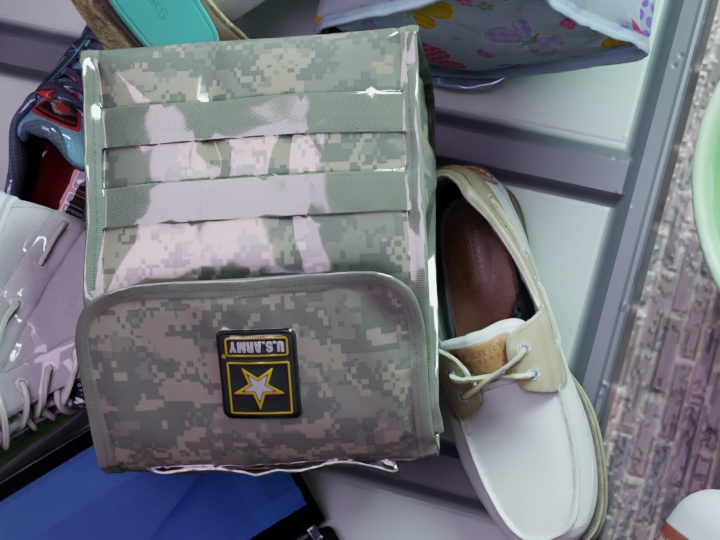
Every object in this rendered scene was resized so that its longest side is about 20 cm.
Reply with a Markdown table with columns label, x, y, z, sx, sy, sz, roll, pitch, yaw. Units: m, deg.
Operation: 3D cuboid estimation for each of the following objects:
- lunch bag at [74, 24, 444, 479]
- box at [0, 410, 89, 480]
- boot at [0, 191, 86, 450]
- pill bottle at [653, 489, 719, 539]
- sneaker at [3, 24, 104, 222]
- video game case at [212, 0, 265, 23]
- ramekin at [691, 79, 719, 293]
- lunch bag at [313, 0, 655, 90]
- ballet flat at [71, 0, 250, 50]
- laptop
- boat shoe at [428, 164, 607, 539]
| label | x | y | z | sx | sy | sz | roll | pitch | yaw |
| --- | --- | --- | --- | --- | --- | --- | --- | --- | --- |
| lunch bag | -0.045 | -0.002 | 1.055 | 0.163 | 0.118 | 0.201 | -3 | 79 | 6 |
| box | -0.246 | 0.036 | 1.145 | 0.144 | 0.036 | 0.200 | -36 | 76 | -30 |
| boot | -0.167 | 0.053 | 1.091 | 0.095 | 0.074 | 0.201 | 14 | 60 | 1 |
| pill bottle | 0.167 | 0.174 | 1.029 | 0.112 | 0.112 | 0.200 | 34 | 92 | 22 |
| sneaker | -0.138 | -0.076 | 1.197 | 0.079 | 0.096 | 0.201 | 17 | 85 | 19 |
| video game case | -0.019 | -0.234 | 1.150 | 0.200 | 0.023 | 0.183 | -27 | 49 | 48 |
| ramekin | 0.260 | -0.033 | 1.047 | 0.199 | 0.098 | 0.201 | -4 | 78 | 18 |
| lunch bag | 0.061 | -0.187 | 1.134 | 0.200 | 0.127 | 0.170 | -4 | 71 | 51 |
| ballet flat | -0.088 | -0.105 | 1.161 | 0.070 | 0.200 | 0.065 | -40 | 36 | -14 |
| laptop | -0.082 | 0.176 | 1.097 | 0.177 | 0.103 | 0.200 | -31 | 64 | -6 |
| boat shoe | 0.066 | 0.044 | 1.115 | 0.074 | 0.068 | 0.201 | -22 | 73 | 14 |
